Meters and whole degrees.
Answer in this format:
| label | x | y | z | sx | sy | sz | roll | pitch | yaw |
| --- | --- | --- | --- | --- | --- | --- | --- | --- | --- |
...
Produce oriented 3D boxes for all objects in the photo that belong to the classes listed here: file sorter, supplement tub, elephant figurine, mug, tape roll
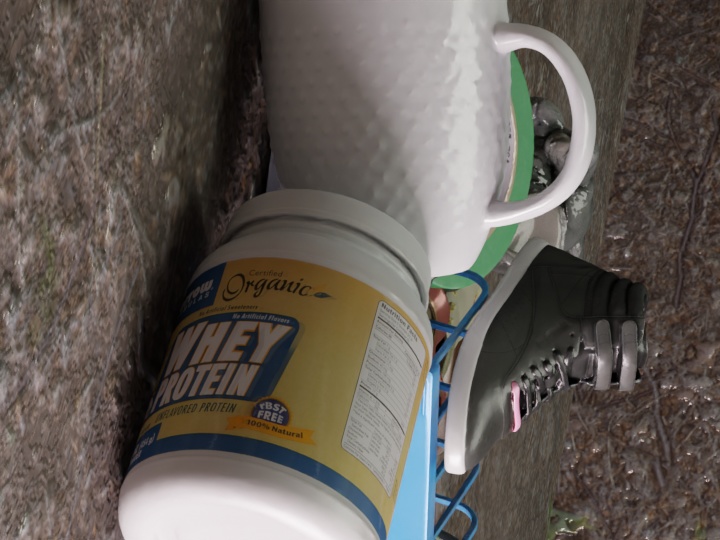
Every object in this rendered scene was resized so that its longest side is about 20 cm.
| label | x | y | z | sx | sy | sz | roll | pitch | yaw |
| --- | --- | --- | --- | --- | --- | --- | --- | --- | --- |
| file sorter | 0.003 | 0.097 | 1.404 | 0.123 | 0.138 | 0.202 | -50 | 148 | -49 |
| supplement tub | -0.040 | 0.072 | 1.204 | 0.145 | 0.143 | 0.201 | 83 | 18 | -54 |
| elephant figurine | 0.099 | -0.041 | 1.800 | 0.200 | 0.155 | 0.142 | -42 | 168 | -38 |
| mug | 0.041 | -0.087 | 1.293 | 0.147 | 0.198 | 0.177 | -19 | 107 | -68 |
| tape roll | 0.058 | -0.089 | 1.643 | 0.200 | 0.048 | 0.203 | -13 | 106 | -53 |

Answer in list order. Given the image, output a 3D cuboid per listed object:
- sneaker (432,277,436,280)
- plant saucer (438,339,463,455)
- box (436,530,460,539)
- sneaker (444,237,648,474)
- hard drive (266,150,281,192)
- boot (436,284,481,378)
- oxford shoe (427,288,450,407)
| label | x | y | z | sx | sy | sz | roll | pitch | yaw |
| --- | --- | --- | --- | --- | --- | --- | --- | --- | --- |
| sneaker | 0.000 | 0.000 | 1.534 | 0.201 | 0.090 | 0.078 | -61 | -148 | 27 |
| plant saucer | 0.082 | 0.093 | 2.130 | 0.200 | 0.036 | 0.203 | 8 | 90 | -80 |
| box | 0.017 | 0.247 | 1.533 | 0.051 | 0.199 | 0.159 | -31 | -145 | 48 |
| sneaker | 0.120 | 0.057 | 1.355 | 0.200 | 0.098 | 0.071 | -57 | 155 | -45 |
| hard drive | -0.021 | -0.118 | 1.430 | 0.135 | 0.042 | 0.202 | 12 | 86 | -79 |
| boot | 0.065 | -0.003 | 1.893 | 0.155 | 0.071 | 0.202 | -57 | 153 | -60 |
| oxford shoe | 0.024 | 0.086 | 1.802 | 0.075 | 0.070 | 0.201 | -40 | 146 | -33 |
